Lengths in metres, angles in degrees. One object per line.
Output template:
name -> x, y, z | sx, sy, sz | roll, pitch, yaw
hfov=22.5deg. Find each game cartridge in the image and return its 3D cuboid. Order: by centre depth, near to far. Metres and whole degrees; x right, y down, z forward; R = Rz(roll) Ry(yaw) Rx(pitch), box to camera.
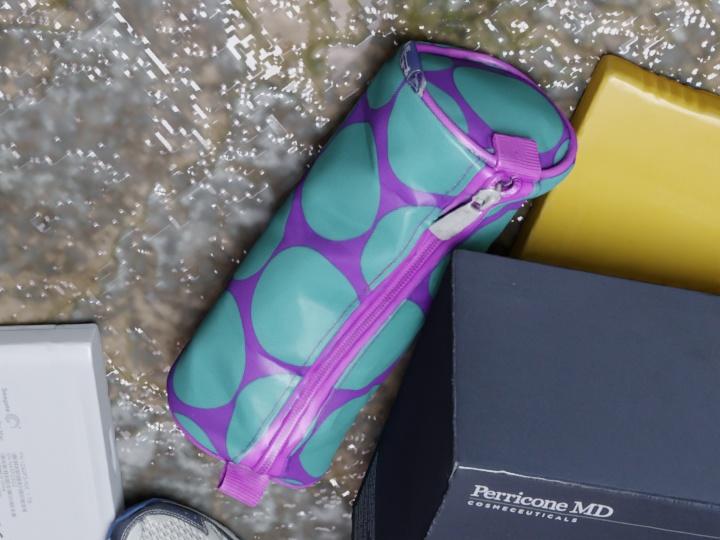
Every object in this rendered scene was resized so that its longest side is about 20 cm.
game cartridge -> 0.161, 0.018, 0.795 | 0.198, 0.033, 0.178 | 21, 117, -6

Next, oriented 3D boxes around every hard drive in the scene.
hard drive -> -0.214, 0.090, 0.849 | 0.197, 0.026, 0.133 | -2, 118, 4

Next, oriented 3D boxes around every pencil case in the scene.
pencil case -> 0.000, 0.000, 0.755 | 0.084, 0.093, 0.201 | 24, 119, -23

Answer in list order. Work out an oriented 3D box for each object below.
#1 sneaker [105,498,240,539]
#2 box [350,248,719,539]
sneaker -> -0.046, 0.191, 0.836 | 0.077, 0.085, 0.201 | -35, 95, -19
box -> 0.109, 0.102, 0.737 | 0.198, 0.105, 0.183 | 10, 139, -9
